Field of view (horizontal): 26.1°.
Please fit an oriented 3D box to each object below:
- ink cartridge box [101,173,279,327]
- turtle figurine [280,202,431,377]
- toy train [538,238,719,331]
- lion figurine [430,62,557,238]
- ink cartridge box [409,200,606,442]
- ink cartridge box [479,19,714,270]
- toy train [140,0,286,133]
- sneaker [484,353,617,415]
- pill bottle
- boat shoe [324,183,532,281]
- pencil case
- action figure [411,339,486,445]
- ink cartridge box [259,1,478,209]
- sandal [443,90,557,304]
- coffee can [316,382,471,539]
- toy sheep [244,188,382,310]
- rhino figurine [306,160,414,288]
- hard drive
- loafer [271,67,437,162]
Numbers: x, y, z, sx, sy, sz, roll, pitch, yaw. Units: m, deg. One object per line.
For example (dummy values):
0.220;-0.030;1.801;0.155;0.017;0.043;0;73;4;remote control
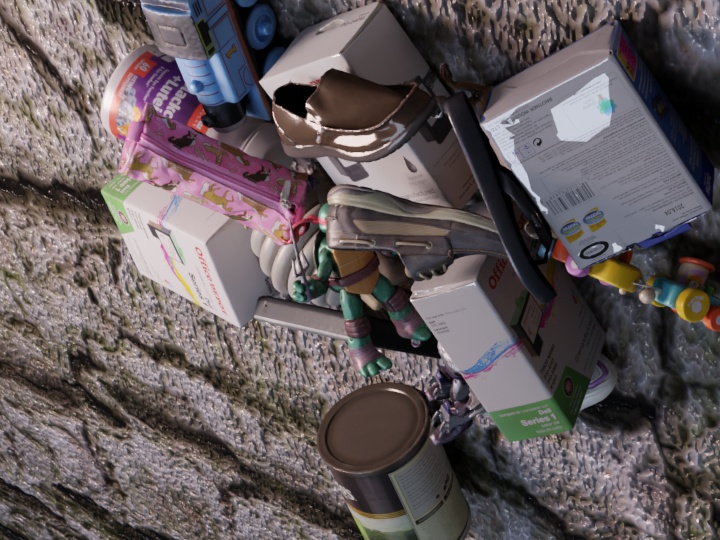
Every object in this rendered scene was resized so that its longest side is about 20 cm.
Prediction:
-0.199;-0.038;1.869;0.199;0.084;0.145;25;148;38;ink cartridge box
0.000;0.000;1.560;0.201;0.149;0.101;65;175;-29;turtle figurine
0.262;-0.004;1.461;0.199;0.056;0.150;22;-174;15;toy train
0.140;-0.113;1.436;0.072;0.122;0.201;-22;100;30;lion figurine
0.151;0.046;1.554;0.084;0.145;0.200;-16;121;36;ink cartridge box
0.213;-0.093;1.337;0.136;0.076;0.200;-26;112;29;ink cartridge box
-0.141;-0.228;1.558;0.086;0.114;0.201;18;143;34;toy train
0.218;0.130;1.700;0.099;0.075;0.199;28;155;-28;sneaker
-0.174;-0.156;1.694;0.199;0.112;0.112;29;149;17;pill bottle
0.061;-0.026;1.452;0.199;0.074;0.074;14;-179;14;boat shoe
-0.148;-0.097;1.581;0.199;0.083;0.087;24;136;-11;pencil case
0.102;0.109;1.668;0.200;0.069;0.131;89;161;-60;action figure
0.015;-0.147;1.522;0.145;0.083;0.200;-9;125;53;ink cartridge box
0.130;-0.064;1.349;0.076;0.043;0.201;-70;-43;-77;sandal
0.045;0.263;1.971;0.146;0.147;0.201;13;141;38;coffee can
-0.047;-0.023;1.717;0.199;0.138;0.138;35;150;19;toy sheep
0.001;-0.065;1.642;0.200;0.087;0.060;53;145;-6;rhino figurine
-0.011;0.064;1.787;0.139;0.033;0.199;13;178;-37;hard drive
-0.017;-0.143;1.406;0.199;0.073;0.071;-3;131;46;loafer
